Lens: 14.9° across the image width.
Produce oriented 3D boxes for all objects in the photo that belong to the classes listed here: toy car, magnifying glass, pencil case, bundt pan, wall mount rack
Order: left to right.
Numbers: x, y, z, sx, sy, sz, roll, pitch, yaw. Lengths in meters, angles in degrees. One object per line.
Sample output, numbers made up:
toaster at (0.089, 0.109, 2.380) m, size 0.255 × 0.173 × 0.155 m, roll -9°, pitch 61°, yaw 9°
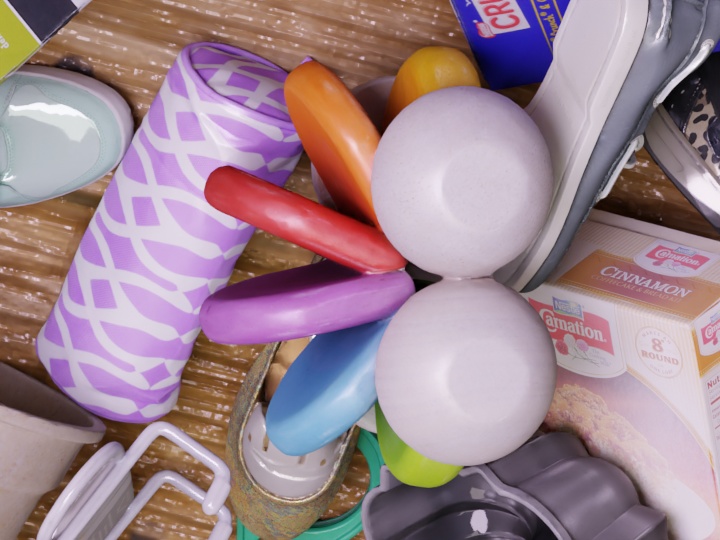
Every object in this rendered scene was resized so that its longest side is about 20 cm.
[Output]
wall mount rack at (-0.132, 0.167, 1.381) m, size 0.074 × 0.200 × 0.174 m, roll 35°, pitch 76°, yaw 8°
pencil case at (-0.088, -0.016, 1.361) m, size 0.085 × 0.084 × 0.201 m, roll 3°, pitch 127°, yaw -42°
magnifying glass at (-0.051, 0.153, 1.486) m, size 0.079 × 0.022 × 0.201 m, roll 24°, pitch 113°, yaw -13°
toy car at (0.000, 0.000, 1.251) m, size 0.149 × 0.175 × 0.202 m, roll -3°, pitch 96°, yaw -15°
bundt pan at (0.094, 0.161, 1.362) m, size 0.076 × 0.201 × 0.203 m, roll -32°, pitch 124°, yaw -33°

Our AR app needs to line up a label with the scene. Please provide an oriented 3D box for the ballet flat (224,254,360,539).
ballet flat at (-0.023, 0.057, 1.394) m, size 0.070 × 0.071 × 0.201 m, roll 20°, pitch 109°, yaw -11°

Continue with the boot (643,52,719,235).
boot at (0.248, -0.055, 1.320) m, size 0.204 × 0.073 × 0.154 m, roll 45°, pitch 108°, yaw 9°

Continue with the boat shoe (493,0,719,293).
boat shoe at (0.110, -0.059, 1.260) m, size 0.061 × 0.073 × 0.201 m, roll 1°, pitch 137°, yaw -22°

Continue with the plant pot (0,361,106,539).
plant pot at (-0.250, 0.120, 1.328) m, size 0.199 × 0.200 × 0.185 m, roll 24°, pitch 91°, yaw -13°

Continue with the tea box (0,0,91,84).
tea box at (-0.226, -0.137, 1.189) m, size 0.197 × 0.200 × 0.134 m, roll -43°, pitch 114°, yaw -11°

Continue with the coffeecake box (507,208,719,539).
coffeecake box at (0.141, 0.079, 1.372) m, size 0.073 × 0.153 × 0.201 m, roll -33°, pitch 123°, yaw -34°

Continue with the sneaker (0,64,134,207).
sneaker at (-0.209, -0.041, 1.323) m, size 0.199 × 0.118 × 0.074 m, roll -5°, pitch 117°, yaw 0°

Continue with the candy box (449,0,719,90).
candy box at (0.131, -0.170, 1.234) m, size 0.199 × 0.078 × 0.169 m, roll -9°, pitch 148°, yaw 13°
